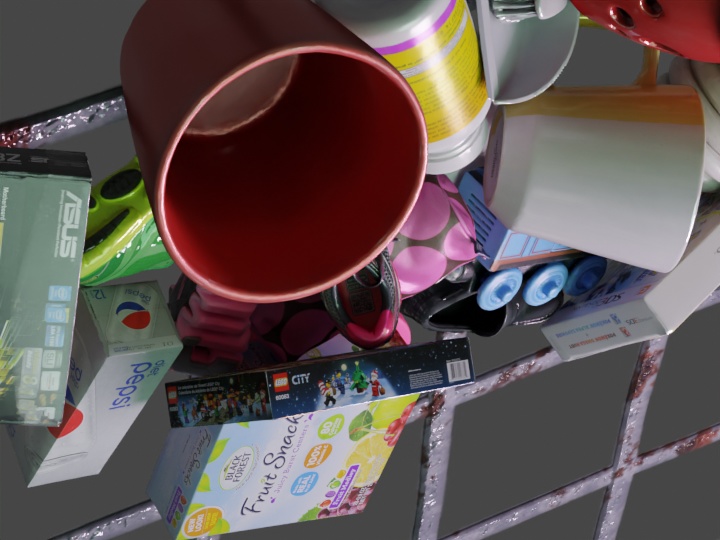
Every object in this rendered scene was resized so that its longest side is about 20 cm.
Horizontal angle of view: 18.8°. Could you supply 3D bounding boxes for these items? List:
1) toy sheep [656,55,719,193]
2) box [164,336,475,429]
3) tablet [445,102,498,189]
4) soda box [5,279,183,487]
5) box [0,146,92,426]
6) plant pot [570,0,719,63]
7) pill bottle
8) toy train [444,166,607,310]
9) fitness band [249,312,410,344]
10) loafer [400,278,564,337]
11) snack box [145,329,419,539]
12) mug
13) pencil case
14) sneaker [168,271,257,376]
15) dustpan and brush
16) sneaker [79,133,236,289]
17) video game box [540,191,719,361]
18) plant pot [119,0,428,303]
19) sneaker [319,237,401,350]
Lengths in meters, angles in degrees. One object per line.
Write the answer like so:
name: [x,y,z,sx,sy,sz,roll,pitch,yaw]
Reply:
toy sheep: [0.301,-0.130,1.847,0.200,0.138,0.138,-37,147,28]
box: [-0.031,0.086,1.677,0.199,0.038,0.136,-8,179,-39]
tablet: [0.047,-0.071,1.797,0.200,0.014,0.130,-35,144,-2]
soda box: [-0.209,0.089,1.685,0.068,0.064,0.200,-7,150,-34]
box: [-0.277,0.010,1.511,0.160,0.049,0.201,4,116,-16]
plant pot: [0.274,-0.242,1.607,0.200,0.182,0.201,-33,141,-32]
pill bottle: [0.039,-0.156,1.615,0.104,0.104,0.200,-33,144,-5]
toy train: [0.154,-0.034,1.857,0.199,0.087,0.115,-8,135,-41]
fitness band: [-0.045,0.081,1.874,0.199,0.037,0.144,-2,132,-40]
loafer: [0.108,0.030,1.914,0.200,0.071,0.068,5,129,-43]
snack box: [-0.062,0.137,1.836,0.199,0.068,0.169,-4,132,-35]
mug: [0.179,-0.095,1.737,0.152,0.187,0.150,7,137,-6]
pencil case: [0.000,0.000,1.752,0.199,0.091,0.094,-28,136,5]
sneaker: [-0.099,-0.009,1.677,0.079,0.096,0.200,16,132,-27]
dustpan and brush: [0.148,-0.212,1.666,0.200,0.057,0.140,-34,119,-64]
sneaker: [-0.146,-0.052,1.621,0.199,0.074,0.084,-28,161,-7]
video game box: [0.272,-0.007,1.898,0.200,0.047,0.182,-42,-169,-25]
plant pot: [-0.073,-0.109,1.491,0.199,0.178,0.201,-13,129,-17]
sneaker: [-0.013,-0.037,1.664,0.080,0.075,0.201,-22,100,2]
